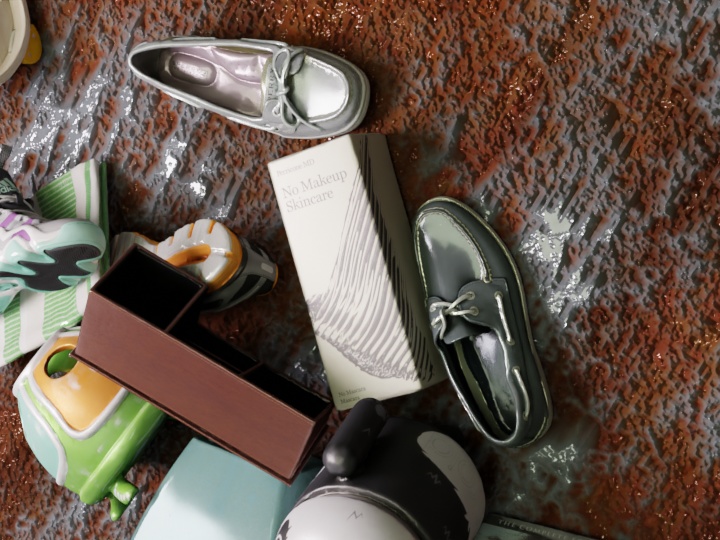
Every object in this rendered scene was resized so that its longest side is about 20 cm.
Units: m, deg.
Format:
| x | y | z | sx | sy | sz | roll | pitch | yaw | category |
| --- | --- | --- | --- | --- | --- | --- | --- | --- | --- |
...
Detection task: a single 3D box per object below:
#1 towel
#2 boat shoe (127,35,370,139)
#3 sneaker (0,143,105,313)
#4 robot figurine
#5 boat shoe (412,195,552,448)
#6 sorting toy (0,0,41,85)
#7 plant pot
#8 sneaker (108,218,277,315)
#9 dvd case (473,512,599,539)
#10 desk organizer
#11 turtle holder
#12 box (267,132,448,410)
| x | y | z | sx | sy | sz | roll | pitch | yaw | category |
| --- | --- | --- | --- | --- | --- | --- | --- | --- | --- |
| -0.297 | 0.002 | 1.136 | 0.199 | 0.023 | 0.153 | -25 | 58 | 27 | towel |
| -0.089 | -0.150 | 1.029 | 0.201 | 0.065 | 0.075 | 18 | 103 | 23 | boat shoe |
| -0.292 | -0.047 | 1.087 | 0.199 | 0.078 | 0.141 | -18 | 63 | 31 | sneaker |
| 0.015 | 0.185 | 0.937 | 0.150 | 0.200 | 0.125 | 44 | 124 | 0 | robot figurine |
| 0.086 | 0.038 | 0.966 | 0.073 | 0.062 | 0.201 | -23 | 85 | 26 | boat shoe |
| -0.393 | -0.230 | 1.155 | 0.179 | 0.107 | 0.201 | -13 | 90 | 33 | sorting toy |
| -0.105 | 0.239 | 1.040 | 0.141 | 0.141 | 0.201 | 17 | 95 | 23 | plant pot |
| -0.152 | 0.010 | 1.074 | 0.199 | 0.077 | 0.079 | -6 | 72 | 44 | sneaker |
| 0.120 | 0.255 | 0.903 | 0.145 | 0.200 | 0.022 | 10 | 123 | 25 | dvd case |
| -0.114 | 0.069 | 0.981 | 0.199 | 0.072 | 0.077 | 30 | 133 | 6 | desk organizer |
| -0.212 | 0.112 | 1.076 | 0.131 | 0.186 | 0.141 | 36 | 94 | -2 | turtle holder |
| 0.000 | 0.000 | 1.000 | 0.082 | 0.068 | 0.201 | -18 | 88 | 26 | box |
